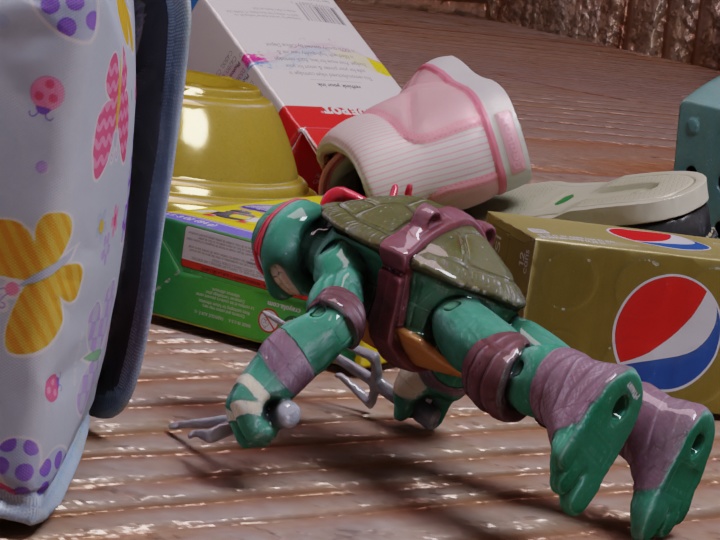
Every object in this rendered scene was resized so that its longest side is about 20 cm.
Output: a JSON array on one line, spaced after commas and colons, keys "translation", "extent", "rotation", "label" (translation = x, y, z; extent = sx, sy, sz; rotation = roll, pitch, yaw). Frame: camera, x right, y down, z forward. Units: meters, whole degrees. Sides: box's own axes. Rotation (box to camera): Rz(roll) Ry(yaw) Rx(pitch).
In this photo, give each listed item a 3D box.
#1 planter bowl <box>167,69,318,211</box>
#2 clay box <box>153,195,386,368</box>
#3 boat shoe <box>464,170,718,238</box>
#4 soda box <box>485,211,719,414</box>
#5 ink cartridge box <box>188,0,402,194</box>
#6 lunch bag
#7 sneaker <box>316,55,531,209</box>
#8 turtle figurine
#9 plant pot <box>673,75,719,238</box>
[{"translation": [-0.102, -0.062, 1.183], "extent": [0.199, 0.084, 0.200], "rotation": [8, 10, -1], "label": "planter bowl"}, {"translation": [0.000, 0.000, 1.025], "extent": [0.114, 0.048, 0.200], "rotation": [14, 12, 25], "label": "clay box"}, {"translation": [0.100, -0.008, 1.149], "extent": [0.072, 0.068, 0.199], "rotation": [-29, 18, -35], "label": "boat shoe"}, {"translation": [0.150, 0.022, 0.972], "extent": [0.199, 0.068, 0.064], "rotation": [6, 9, -18], "label": "soda box"}, {"translation": [-0.037, -0.097, 1.348], "extent": [0.116, 0.067, 0.200], "rotation": [0, 45, -44], "label": "ink cartridge box"}, {"translation": [-0.123, -0.030, 0.722], "extent": [0.126, 0.171, 0.200], "rotation": [7, 9, -3], "label": "lunch bag"}, {"translation": [0.020, -0.061, 1.202], "extent": [0.104, 0.076, 0.200], "rotation": [-22, 9, -5], "label": "sneaker"}, {"translation": [0.016, 0.026, 0.771], "extent": [0.199, 0.101, 0.149], "rotation": [23, 16, 35], "label": "turtle figurine"}, {"translation": [0.293, -0.059, 1.401], "extent": [0.199, 0.142, 0.141], "rotation": [-8, 17, -36], "label": "plant pot"}]
